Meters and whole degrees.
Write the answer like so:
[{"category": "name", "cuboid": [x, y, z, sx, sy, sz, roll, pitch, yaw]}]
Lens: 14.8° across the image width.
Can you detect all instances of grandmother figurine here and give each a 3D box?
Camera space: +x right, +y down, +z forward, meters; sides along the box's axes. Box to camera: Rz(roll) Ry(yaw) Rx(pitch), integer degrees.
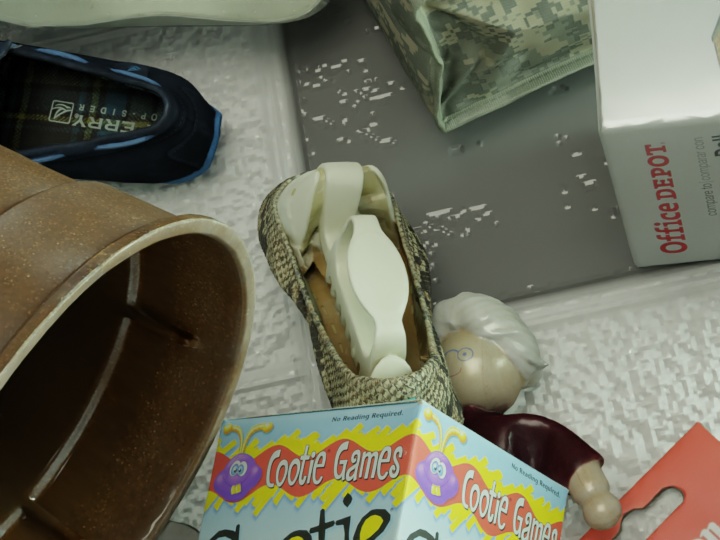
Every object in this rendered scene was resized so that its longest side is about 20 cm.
[{"category": "grandmother figurine", "cuboid": [0.052, 0.102, 1.166, 0.121, 0.061, 0.200, -9, 62, 17]}]

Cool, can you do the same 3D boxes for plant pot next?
[{"category": "plant pot", "cuboid": [-0.176, 0.022, 1.040, 0.198, 0.200, 0.200, 31, 75, 21]}]

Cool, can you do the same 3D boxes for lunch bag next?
[{"category": "lunch bag", "cuboid": [0.088, -0.183, 1.263, 0.200, 0.118, 0.164, -23, 56, -6]}]

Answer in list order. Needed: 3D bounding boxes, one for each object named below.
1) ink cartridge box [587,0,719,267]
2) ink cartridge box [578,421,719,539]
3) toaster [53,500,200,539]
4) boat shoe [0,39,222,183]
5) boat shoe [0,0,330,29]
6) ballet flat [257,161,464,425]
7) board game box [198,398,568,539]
[{"category": "ink cartridge box", "cuboid": [0.202, -0.075, 1.169, 0.200, 0.145, 0.088, -4, 66, 9]}, {"category": "ink cartridge box", "cuboid": [0.171, 0.151, 1.123, 0.109, 0.050, 0.200, -44, 65, -9]}, {"category": "toaster", "cuboid": [-0.135, 0.186, 1.137, 0.181, 0.119, 0.200, 6, 66, 14]}, {"category": "boat shoe", "cuboid": [-0.165, -0.084, 1.292, 0.200, 0.069, 0.084, -1, 77, 15]}, {"category": "boat shoe", "cuboid": [-0.108, -0.144, 1.310, 0.201, 0.072, 0.070, 6, 91, 5]}, {"category": "ballet flat", "cuboid": [0.000, 0.000, 1.186, 0.068, 0.075, 0.200, -11, 41, -8]}, {"category": "board game box", "cuboid": [-0.002, 0.163, 1.064, 0.103, 0.105, 0.200, -9, 62, 38]}]
